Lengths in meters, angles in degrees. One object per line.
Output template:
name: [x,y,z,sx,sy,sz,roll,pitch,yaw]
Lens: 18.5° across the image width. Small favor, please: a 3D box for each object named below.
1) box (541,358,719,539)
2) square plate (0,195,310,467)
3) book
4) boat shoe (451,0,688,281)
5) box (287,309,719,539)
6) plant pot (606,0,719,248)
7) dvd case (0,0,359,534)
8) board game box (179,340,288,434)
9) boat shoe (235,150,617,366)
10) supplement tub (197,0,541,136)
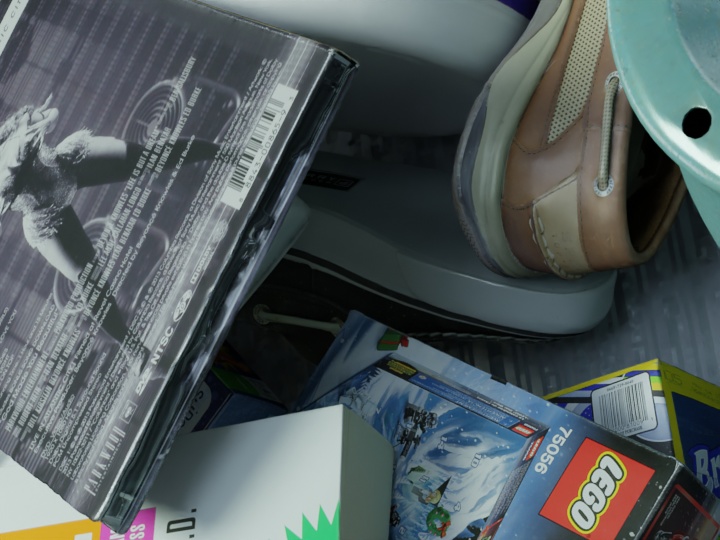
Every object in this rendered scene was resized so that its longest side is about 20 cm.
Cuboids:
box: [0.033,0.093,0.723,0.199,0.070,0.065,-21,64,31]
square plate: [-0.146,0.000,0.786,0.198,0.028,0.200,39,89,31]
book: [-0.086,0.123,0.650,0.199,0.048,0.134,-13,56,25]
boat shoe: [0.100,-0.084,0.712,0.071,0.076,0.201,11,74,40]
box: [0.000,0.123,0.641,0.137,0.040,0.201,24,78,43]
plant pot: [0.168,-0.058,0.593,0.199,0.188,0.202,-11,70,33]
dvd case: [-0.090,-0.019,0.694,0.200,0.016,0.149,25,88,52]
board game box: [-0.129,0.090,0.866,0.201,0.034,0.135,-54,53,12]
boat shoe: [0.000,0.000,0.785,0.199,0.071,0.064,16,119,30]
supplement tub: [0.004,-0.160,0.771,0.145,0.145,0.202,0,77,36]
